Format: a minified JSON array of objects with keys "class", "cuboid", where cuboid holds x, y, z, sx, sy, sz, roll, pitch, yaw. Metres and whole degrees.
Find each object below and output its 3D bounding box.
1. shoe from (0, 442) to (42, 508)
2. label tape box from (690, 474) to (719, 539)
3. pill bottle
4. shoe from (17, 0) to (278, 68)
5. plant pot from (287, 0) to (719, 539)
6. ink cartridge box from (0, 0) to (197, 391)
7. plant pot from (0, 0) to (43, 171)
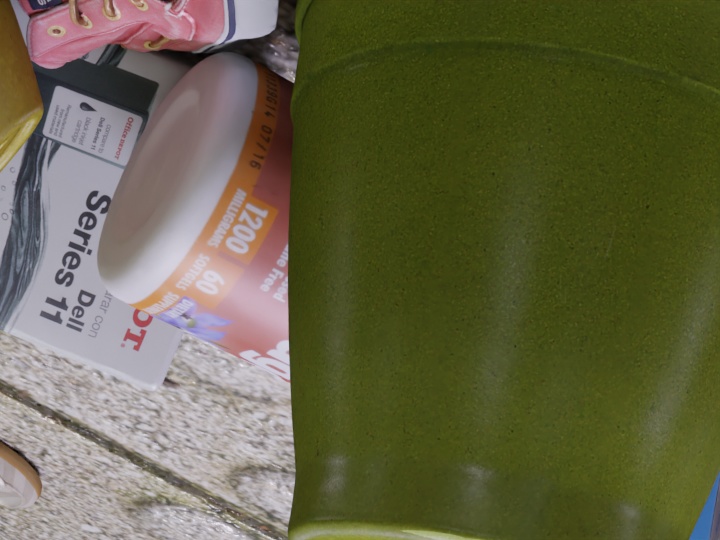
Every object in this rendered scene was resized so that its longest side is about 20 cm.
[{"class":"shoe","cuboid":[-0.336,0.142,1.480,0.200,0.054,0.070,37,149,-30]},{"class":"label tape box","cuboid":[0.144,0.136,1.126,0.144,0.063,0.200,9,152,20]},{"class":"pill bottle","cuboid":[0.000,0.000,0.801,0.200,0.113,0.112,27,153,-21]},{"class":"shoe","cuboid":[-0.086,-0.114,0.721,0.091,0.072,0.200,-8,179,-10]},{"class":"plant pot","cuboid":[0.055,0.016,0.655,0.200,0.194,0.200,11,163,4]},{"class":"ink cartridge box","cuboid":[-0.153,-0.051,0.868,0.199,0.147,0.083,22,-174,-7]},{"class":"plant pot","cuboid":[-0.207,-0.072,0.724,0.142,0.200,0.200,43,150,-5]}]
